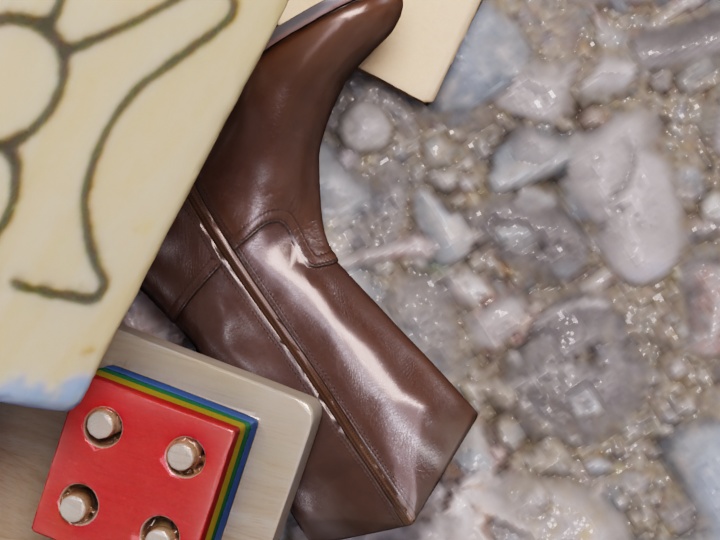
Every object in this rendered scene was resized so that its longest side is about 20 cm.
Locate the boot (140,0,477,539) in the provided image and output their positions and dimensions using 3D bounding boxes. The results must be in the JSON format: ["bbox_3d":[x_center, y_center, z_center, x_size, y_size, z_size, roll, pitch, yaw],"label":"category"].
[{"bbox_3d":[0.000,0.000,1.102,0.186,0.064,0.200,-40,81,24],"label":"boot"}]

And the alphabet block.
[{"bbox_3d":[-0.177,-0.089,0.986,0.196,0.195,0.201,43,110,42],"label":"alphabet block"}]

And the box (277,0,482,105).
[{"bbox_3d":[0.004,-0.198,1.150,0.163,0.021,0.201,27,87,5],"label":"box"}]

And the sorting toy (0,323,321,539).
[{"bbox_3d":[-0.144,0.117,1.085,0.199,0.070,0.200,20,97,10],"label":"sorting toy"}]
